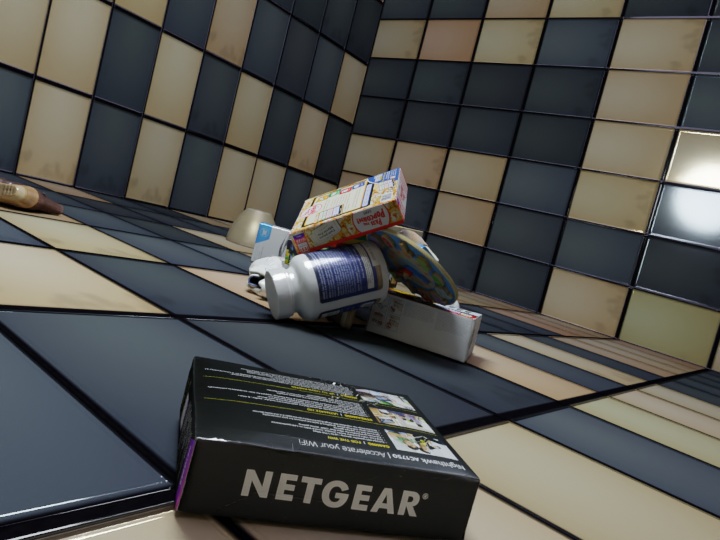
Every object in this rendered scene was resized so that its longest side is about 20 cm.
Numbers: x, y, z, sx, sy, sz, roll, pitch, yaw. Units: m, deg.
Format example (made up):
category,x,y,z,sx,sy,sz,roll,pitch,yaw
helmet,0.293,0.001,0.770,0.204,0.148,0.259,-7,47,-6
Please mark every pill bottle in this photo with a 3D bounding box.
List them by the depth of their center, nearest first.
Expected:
category,x,y,z,sx,sy,sz,roll,pitch,yaw
pill bottle,-0.059,0.021,1.005,0.196,0.114,0.111,-12,15,-22

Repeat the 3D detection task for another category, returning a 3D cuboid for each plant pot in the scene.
category,x,y,z,sx,sy,sz,roll,pitch,yaw
plant pot,-0.400,-0.161,2.230,0.196,0.137,0.200,15,4,-1

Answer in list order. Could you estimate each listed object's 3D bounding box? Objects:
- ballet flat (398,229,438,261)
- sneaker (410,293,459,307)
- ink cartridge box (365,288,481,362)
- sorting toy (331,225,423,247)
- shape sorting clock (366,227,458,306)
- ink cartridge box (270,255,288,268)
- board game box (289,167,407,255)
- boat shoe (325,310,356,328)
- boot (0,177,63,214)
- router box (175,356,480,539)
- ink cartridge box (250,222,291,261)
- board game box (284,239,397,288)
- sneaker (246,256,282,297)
category,x,y,z,sx,sy,sz,roll,pitch,yaw
ballet flat,0.131,-0.006,1.145,0.067,0.068,0.200,28,-14,46
sneaker,0.249,0.096,1.740,0.113,0.074,0.199,16,3,-32
ink cartridge box,0.131,0.100,1.153,0.196,0.086,0.175,16,4,16
sorting toy,-0.002,-0.077,1.251,0.195,0.071,0.199,9,6,-27
shape sorting clock,0.088,-0.004,1.038,0.198,0.040,0.200,34,-13,9
ink cartridge box,-0.137,0.018,1.329,0.114,0.069,0.199,11,6,-36
board game box,-0.017,-0.107,1.043,0.196,0.047,0.152,-16,26,16
boat shoe,-0.036,0.062,1.143,0.064,0.073,0.200,20,10,0
boot,-0.868,-0.185,1.457,0.196,0.074,0.166,15,-8,10
router box,-0.032,0.126,0.436,0.196,0.052,0.149,14,6,-18
ink cartridge box,-0.215,-0.061,1.744,0.196,0.118,0.067,15,4,-6
board game box,-0.040,-0.016,1.215,0.163,0.058,0.199,5,8,-37
sneaker,-0.198,0.011,1.208,0.085,0.076,0.199,7,7,-29
